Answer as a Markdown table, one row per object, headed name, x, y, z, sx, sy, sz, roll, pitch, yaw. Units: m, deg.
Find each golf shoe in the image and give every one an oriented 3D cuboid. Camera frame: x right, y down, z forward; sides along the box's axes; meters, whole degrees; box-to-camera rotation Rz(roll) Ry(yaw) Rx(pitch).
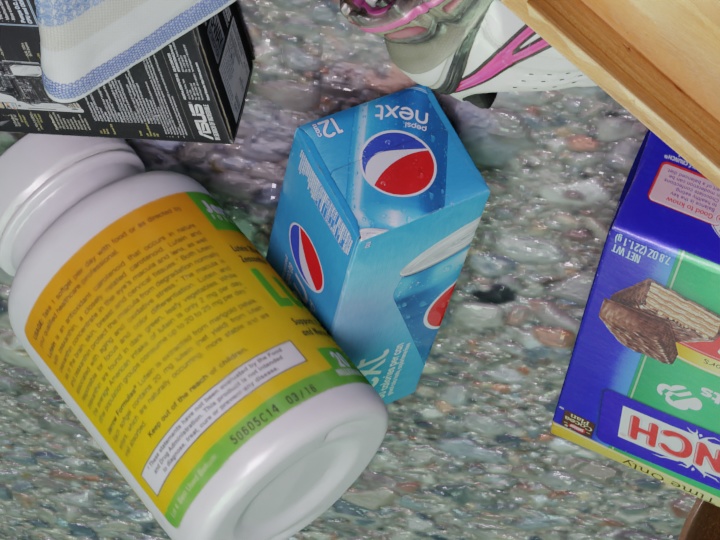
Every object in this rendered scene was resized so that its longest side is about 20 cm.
| name | x | y | z | sx | sy | sz | roll | pitch | yaw |
| --- | --- | --- | --- | --- | --- | --- | --- | --- | --- |
| golf shoe | 0.089 | -0.114 | 0.902 | 0.200 | 0.073 | 0.092 | -13 | 138 | 46 |

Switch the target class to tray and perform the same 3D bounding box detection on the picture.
| name | x | y | z | sx | sy | sz | roll | pitch | yaw |
| --- | --- | --- | --- | --- | --- | --- | --- | --- | --- |
| tray | 0.154 | -0.071 | 0.831 | 0.200 | 0.037 | 0.099 | 37 | 126 | -24 |

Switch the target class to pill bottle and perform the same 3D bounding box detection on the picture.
| name | x | y | z | sx | sy | sz | roll | pitch | yaw |
| --- | --- | --- | --- | --- | --- | --- | --- | --- | --- |
| pill bottle | -0.088 | 0.026 | 1.076 | 0.200 | 0.111 | 0.111 | 49 | 157 | 20 |

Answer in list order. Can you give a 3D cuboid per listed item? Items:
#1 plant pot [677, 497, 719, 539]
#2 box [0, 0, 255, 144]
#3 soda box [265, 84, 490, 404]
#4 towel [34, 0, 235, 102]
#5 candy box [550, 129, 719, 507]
| name | x | y | z | sx | sy | sz | roll | pitch | yaw |
| --- | --- | --- | --- | --- | --- | --- | --- | --- | --- |
| plant pot | 0.289 | 0.187 | 1.266 | 0.187 | 0.187 | 0.200 | -9 | 159 | 30 |
| box | -0.140 | -0.130 | 0.973 | 0.157 | 0.050 | 0.200 | 4 | 148 | 13 |
| soda box | 0.000 | 0.000 | 1.107 | 0.068 | 0.064 | 0.200 | -21 | 157 | -20 |
| towel | -0.060 | -0.152 | 0.844 | 0.024 | 0.147 | 0.200 | 45 | 157 | 20 |
| candy box | 0.185 | 0.035 | 1.086 | 0.169 | 0.077 | 0.200 | 22 | 151 | 9 |
